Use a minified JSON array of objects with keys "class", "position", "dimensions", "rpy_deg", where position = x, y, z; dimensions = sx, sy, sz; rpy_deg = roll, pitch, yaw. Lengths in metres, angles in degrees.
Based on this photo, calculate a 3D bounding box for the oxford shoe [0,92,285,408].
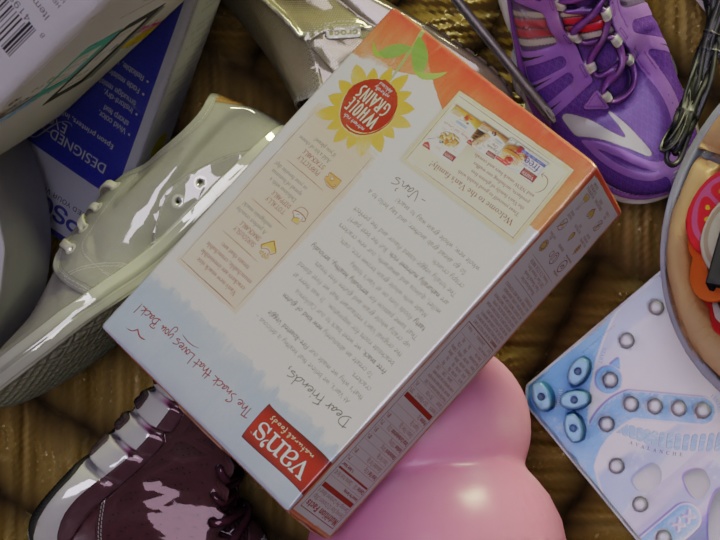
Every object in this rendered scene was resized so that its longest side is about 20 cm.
[{"class":"oxford shoe","position":[-0.116,-0.011,0.994],"dimensions":[0.200,0.075,0.058],"rpy_deg":[-44,82,-5]}]

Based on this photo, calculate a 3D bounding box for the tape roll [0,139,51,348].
[{"class":"tape roll","position":[-0.259,-0.017,1.020],"dimensions":[0.199,0.066,0.202],"rpy_deg":[2,98,12]}]

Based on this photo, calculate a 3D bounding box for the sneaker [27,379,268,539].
[{"class":"sneaker","position":[-0.062,0.096,1.003],"dimensions":[0.115,0.076,0.200],"rpy_deg":[43,102,3]}]

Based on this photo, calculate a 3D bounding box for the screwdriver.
[{"class":"screwdriver","position":[0.039,-0.147,1.007],"dimensions":[0.200,0.029,0.028],"rpy_deg":[51,120,17]}]

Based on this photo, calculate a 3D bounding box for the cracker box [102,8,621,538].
[{"class":"cracker box","position":[0.000,0.000,0.912],"dimensions":[0.200,0.058,0.134],"rpy_deg":[-47,61,-3]}]

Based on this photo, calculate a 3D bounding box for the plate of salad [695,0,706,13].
[{"class":"plate of salad","position":[0.237,-0.193,0.963],"dimensions":[0.199,0.048,0.202],"rpy_deg":[-4,79,23]}]

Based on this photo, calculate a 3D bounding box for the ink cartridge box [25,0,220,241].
[{"class":"ink cartridge box","position":[-0.171,-0.137,1.022],"dimensions":[0.197,0.047,0.201],"rpy_deg":[34,128,11]}]

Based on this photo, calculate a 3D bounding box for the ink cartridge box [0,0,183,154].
[{"class":"ink cartridge box","position":[-0.162,-0.150,0.892],"dimensions":[0.200,0.146,0.147],"rpy_deg":[-35,93,38]}]

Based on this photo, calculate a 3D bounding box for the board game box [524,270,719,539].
[{"class":"board game box","position":[0.213,0.072,0.976],"dimensions":[0.200,0.026,0.200],"rpy_deg":[-40,81,4]}]

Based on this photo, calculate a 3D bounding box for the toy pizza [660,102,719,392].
[{"class":"toy pizza","position":[0.217,-0.027,0.896],"dimensions":[0.199,0.032,0.201],"rpy_deg":[-17,60,32]}]

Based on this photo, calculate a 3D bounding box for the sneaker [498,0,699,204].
[{"class":"sneaker","position":[0.102,-0.123,0.968],"dimensions":[0.080,0.083,0.201],"rpy_deg":[-28,96,-3]}]

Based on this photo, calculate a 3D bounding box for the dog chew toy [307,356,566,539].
[{"class":"dog chew toy","position":[0.029,0.088,0.962],"dimensions":[0.124,0.125,0.201],"rpy_deg":[-10,76,8]}]

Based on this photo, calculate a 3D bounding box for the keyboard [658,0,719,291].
[{"class":"keyboard","position":[0.191,-0.085,0.909],"dimensions":[0.127,0.021,0.201],"rpy_deg":[8,74,40]}]

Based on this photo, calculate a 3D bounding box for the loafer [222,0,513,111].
[{"class":"loafer","position":[-0.021,-0.114,1.003],"dimensions":[0.199,0.076,0.069],"rpy_deg":[32,85,9]}]
